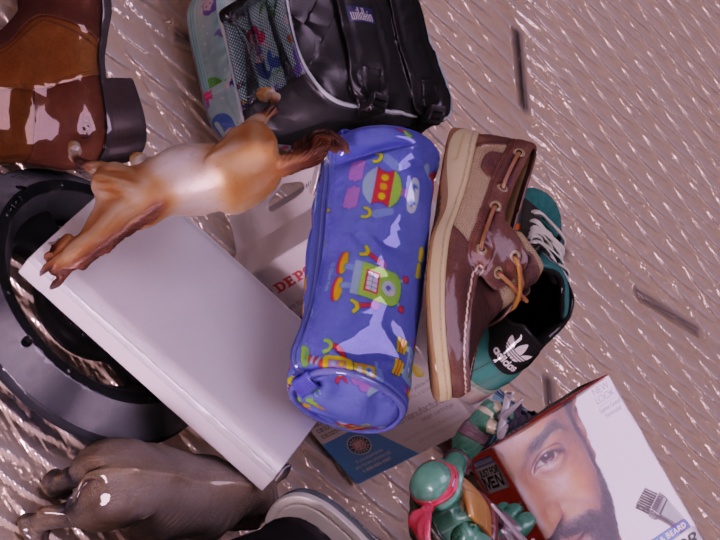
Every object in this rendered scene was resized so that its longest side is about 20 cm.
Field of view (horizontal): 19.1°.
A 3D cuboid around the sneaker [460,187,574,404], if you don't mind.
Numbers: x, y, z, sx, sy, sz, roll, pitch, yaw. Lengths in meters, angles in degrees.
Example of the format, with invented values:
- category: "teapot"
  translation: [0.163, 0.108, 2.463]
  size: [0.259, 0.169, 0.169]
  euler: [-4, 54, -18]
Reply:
- category: "sneaker"
  translation: [0.117, 0.007, 1.464]
  size: [0.071, 0.080, 0.201]
  euler: [45, 40, -20]

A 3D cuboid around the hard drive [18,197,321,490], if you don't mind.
- category: "hard drive"
  translation: [-0.105, 0.033, 1.348]
  size: [0.200, 0.027, 0.132]
  euler: [42, 35, -2]

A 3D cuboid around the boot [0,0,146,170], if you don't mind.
- category: "boot"
  translation: [-0.255, -0.142, 1.380]
  size: [0.199, 0.068, 0.190]
  euler: [-6, 72, -38]

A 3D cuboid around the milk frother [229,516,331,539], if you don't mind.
- category: "milk frother"
  translation: [-0.068, 0.241, 1.195]
  size: [0.187, 0.199, 0.182]
  euler: [-13, 86, -39]

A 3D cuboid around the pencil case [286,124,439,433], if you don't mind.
- category: "pencil case"
  translation: [0.000, 0.000, 1.349]
  size: [0.086, 0.078, 0.201]
  euler: [19, 59, -21]

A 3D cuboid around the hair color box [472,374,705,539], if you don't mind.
- category: "hair color box"
  translation: [0.176, 0.191, 1.535]
  size: [0.111, 0.064, 0.201]
  euler: [-30, 87, -20]

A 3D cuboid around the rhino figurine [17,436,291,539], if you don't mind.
- category: "rhino figurine"
  translation: [-0.109, 0.142, 1.321]
  size: [0.199, 0.087, 0.060]
  euler: [13, 58, -45]

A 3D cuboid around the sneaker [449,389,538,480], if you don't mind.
- category: "sneaker"
  translation: [0.144, 0.132, 1.617]
  size: [0.200, 0.095, 0.080]
  euler: [45, 35, -21]

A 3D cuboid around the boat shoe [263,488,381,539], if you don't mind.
- category: "boat shoe"
  translation: [0.006, 0.208, 1.355]
  size: [0.200, 0.073, 0.062]
  euler: [53, 21, -20]

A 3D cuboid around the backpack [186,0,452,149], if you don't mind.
- category: "backpack"
  translation: [-0.036, -0.185, 1.566]
  size: [0.177, 0.150, 0.202]
  euler: [3, 72, -51]

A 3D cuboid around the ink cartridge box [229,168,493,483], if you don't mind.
- category: "ink cartridge box"
  translation: [-0.003, 0.020, 1.491]
  size: [0.200, 0.128, 0.125]
  euler: [49, 39, -14]

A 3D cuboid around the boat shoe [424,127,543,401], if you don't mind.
- category: "boat shoe"
  translation: [0.082, -0.006, 1.372]
  size: [0.072, 0.071, 0.201]
  euler: [85, 11, -52]

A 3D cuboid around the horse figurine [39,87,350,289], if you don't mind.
- category: "horse figurine"
  translation: [-0.103, -0.060, 1.309]
  size: [0.133, 0.199, 0.050]
  euler: [-108, -175, -64]

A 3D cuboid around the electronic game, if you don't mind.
- category: "electronic game"
  translation: [-0.173, 0.022, 1.361]
  size: [0.199, 0.042, 0.201]
  euler: [28, 42, -29]

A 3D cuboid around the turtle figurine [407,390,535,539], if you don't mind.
- category: "turtle figurine"
  translation: [0.080, 0.157, 1.391]
  size: [0.200, 0.100, 0.151]
  euler: [58, 20, -55]
